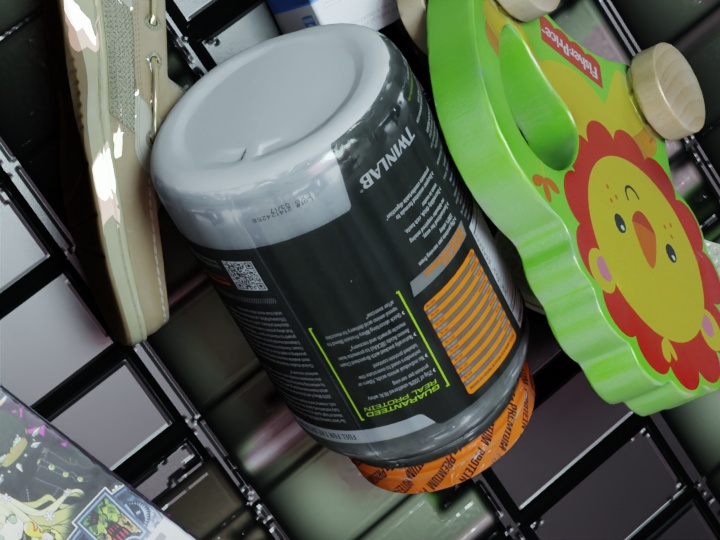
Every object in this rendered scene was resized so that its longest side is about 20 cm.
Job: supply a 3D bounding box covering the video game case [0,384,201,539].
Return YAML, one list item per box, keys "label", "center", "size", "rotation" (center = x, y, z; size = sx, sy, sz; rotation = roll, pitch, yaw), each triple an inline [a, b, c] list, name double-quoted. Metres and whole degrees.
- label: "video game case"
  center: [-0.167, 0.176, 0.876]
  size: [0.181, 0.036, 0.200]
  rotation: [40, 78, -17]

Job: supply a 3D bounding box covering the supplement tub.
- label: "supplement tub"
  center: [0.000, 0.000, 0.868]
  size: [0.122, 0.122, 0.200]
  rotation: [-39, 125, -15]

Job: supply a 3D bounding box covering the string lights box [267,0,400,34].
- label: "string lights box"
  center: [-0.023, -0.212, 0.906]
  size: [0.103, 0.059, 0.200]
  rotation: [-29, 101, -18]

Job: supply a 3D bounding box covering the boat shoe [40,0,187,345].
- label: "boat shoe"
  center: [-0.102, -0.067, 0.876]
  size: [0.065, 0.072, 0.201]
  rotation: [-9, 89, -19]

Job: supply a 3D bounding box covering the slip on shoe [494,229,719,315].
- label: "slip on shoe"
  center: [0.161, 0.015, 0.982]
  size: [0.199, 0.061, 0.074]
  rotation: [10, 61, -10]

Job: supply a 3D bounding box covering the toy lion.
- label: "toy lion"
  center: [0.102, -0.035, 0.877]
  size: [0.200, 0.069, 0.192]
  rotation: [32, 45, -41]
